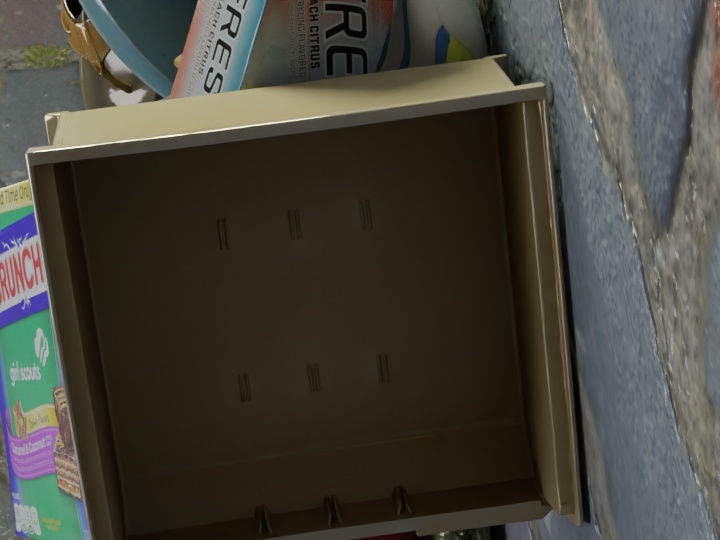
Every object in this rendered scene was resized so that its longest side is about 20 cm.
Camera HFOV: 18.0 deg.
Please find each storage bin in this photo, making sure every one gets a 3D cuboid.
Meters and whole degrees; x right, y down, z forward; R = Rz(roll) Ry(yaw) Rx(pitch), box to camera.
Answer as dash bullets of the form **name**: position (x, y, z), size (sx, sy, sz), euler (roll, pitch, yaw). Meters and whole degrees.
- **storage bin**: position (-0.021, 0.024, 0.929), size (0.094, 0.199, 0.200), euler (-109, 12, -72)

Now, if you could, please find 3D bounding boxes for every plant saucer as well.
- **plant saucer**: position (-0.119, -0.170, 1.409), size (0.200, 0.027, 0.201), euler (39, -148, -30)

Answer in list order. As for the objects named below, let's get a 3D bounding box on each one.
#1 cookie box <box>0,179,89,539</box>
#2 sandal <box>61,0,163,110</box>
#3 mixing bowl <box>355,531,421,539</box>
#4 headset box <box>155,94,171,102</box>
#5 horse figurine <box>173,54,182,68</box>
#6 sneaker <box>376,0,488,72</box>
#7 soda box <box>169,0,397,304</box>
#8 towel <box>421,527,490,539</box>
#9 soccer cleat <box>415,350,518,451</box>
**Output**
- **cookie box**: position (-0.149, 0.047, 1.259), size (0.171, 0.075, 0.201), euler (-8, 89, 65)
- **sandal**: position (-0.165, -0.179, 1.489), size (0.054, 0.080, 0.201), euler (-6, -81, -50)
- **mixing bowl**: position (-0.026, 0.129, 1.274), size (0.200, 0.108, 0.201), euler (175, 90, -84)
- **headset box**: position (-0.041, 0.021, 1.129), size (0.149, 0.075, 0.201), euler (54, -164, -49)
- **horse figurine**: position (-0.099, -0.033, 1.299), size (0.200, 0.050, 0.133), euler (-49, 50, 35)
- **sneaker**: position (0.001, -0.085, 1.047), size (0.200, 0.104, 0.076), euler (91, 170, -65)
- **soda box**: position (-0.037, -0.086, 0.987), size (0.068, 0.063, 0.201), euler (41, 117, 56)
- **towel**: position (0.048, 0.115, 1.249), size (0.148, 0.036, 0.201), euler (-119, 24, -77)
- **soccer cleat**: position (0.044, 0.024, 1.088), size (0.077, 0.067, 0.200), euler (-53, 18, 25)
